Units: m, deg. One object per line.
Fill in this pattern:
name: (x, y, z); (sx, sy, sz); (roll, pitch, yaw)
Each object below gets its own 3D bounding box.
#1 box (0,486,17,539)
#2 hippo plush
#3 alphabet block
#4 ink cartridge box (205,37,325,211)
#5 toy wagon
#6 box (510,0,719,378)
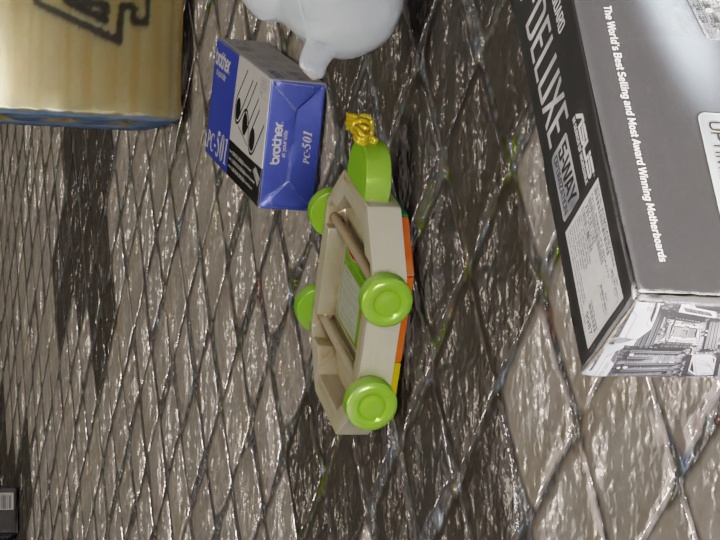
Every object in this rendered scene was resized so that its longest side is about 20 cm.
box: (-0.640, 0.383, 3.284); (0.141, 0.198, 0.080); (142, 127, -71)
hippo plush: (-0.005, -0.215, 1.251); (0.199, 0.159, 0.162); (28, 147, 27)
alphabet block: (-0.280, -0.244, 2.036); (0.195, 0.194, 0.202); (-178, 90, -73)
ink cartridge box: (-0.074, -0.113, 1.588); (0.200, 0.044, 0.095); (-136, 51, -69)
toy wagon: (0.000, 0.000, 1.323); (0.155, 0.039, 0.202); (-122, 37, -62)
box: (0.130, -0.063, 0.646); (0.050, 0.156, 0.202); (115, 153, -55)
